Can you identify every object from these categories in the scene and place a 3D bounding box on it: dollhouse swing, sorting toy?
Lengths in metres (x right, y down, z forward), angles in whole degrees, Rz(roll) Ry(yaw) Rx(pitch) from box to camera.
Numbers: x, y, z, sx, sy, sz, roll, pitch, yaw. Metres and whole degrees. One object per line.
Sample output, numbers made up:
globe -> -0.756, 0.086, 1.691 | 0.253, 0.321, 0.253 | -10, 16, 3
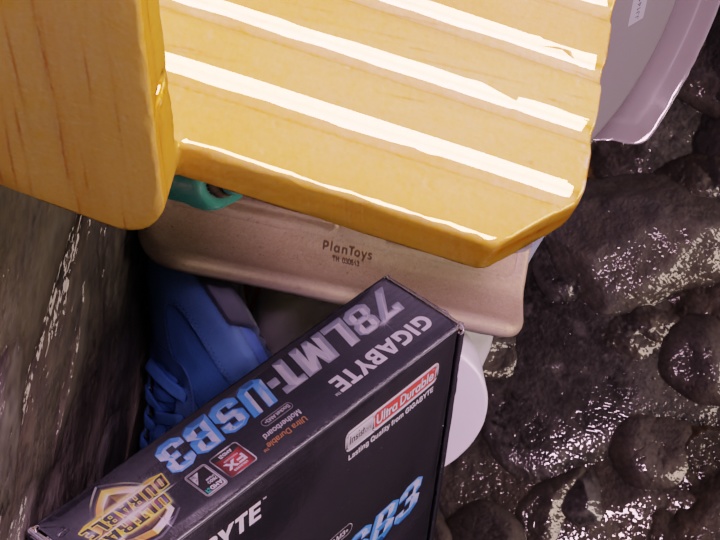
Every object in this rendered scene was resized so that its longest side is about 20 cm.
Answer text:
dollhouse swing -> -0.013, -0.125, 0.596 | 0.182, 0.174, 0.201 | 91, 10, -59
sorting toy -> 0.001, -0.084, 0.973 | 0.036, 0.184, 0.202 | -5, -105, 60

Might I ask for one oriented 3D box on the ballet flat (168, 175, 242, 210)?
ballet flat -> -0.040, -0.075, 0.879 | 0.200, 0.070, 0.068 | -37, 133, -60

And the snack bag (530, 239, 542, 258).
snack bag -> 0.048, -0.038, 1.267 | 0.189, 0.021, 0.201 | -61, -147, 31

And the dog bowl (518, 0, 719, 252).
dog bowl -> 0.073, -0.108, 0.905 | 0.200, 0.058, 0.201 | -41, 148, -32

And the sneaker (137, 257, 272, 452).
sneaker -> -0.067, 0.075, 0.996 | 0.066, 0.078, 0.201 | 52, -19, 52

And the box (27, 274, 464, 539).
box -> -0.045, 0.129, 0.917 | 0.200, 0.050, 0.200 | -36, 146, -38

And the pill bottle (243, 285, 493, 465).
pill bottle -> 0.000, 0.000, 1.072 | 0.201, 0.111, 0.113 | -103, -166, -51
